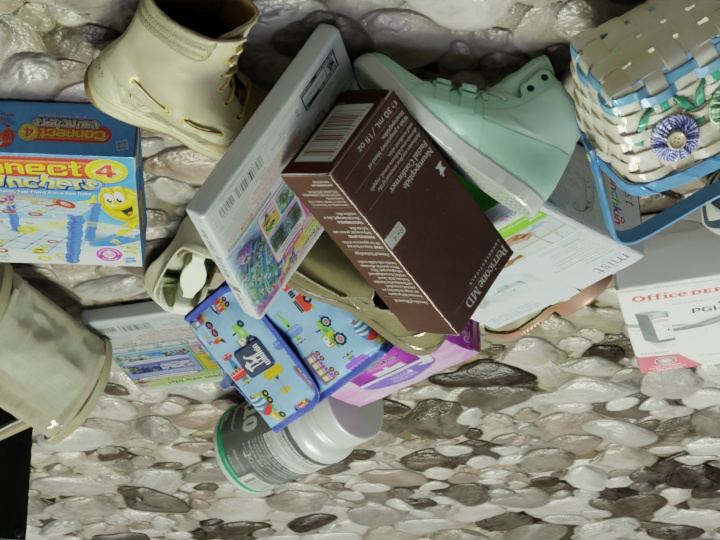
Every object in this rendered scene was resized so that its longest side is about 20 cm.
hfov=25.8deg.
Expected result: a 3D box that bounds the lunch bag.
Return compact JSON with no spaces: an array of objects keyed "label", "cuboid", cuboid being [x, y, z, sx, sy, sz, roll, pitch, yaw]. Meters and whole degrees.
[{"label":"lunch bag","cuboid":[-0.072,0.056,1.549,0.200,0.094,0.151,-39,95,31]}]

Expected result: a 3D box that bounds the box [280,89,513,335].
[{"label":"box","cuboid":[0.033,-0.046,1.324,0.075,0.100,0.200,5,143,49]}]

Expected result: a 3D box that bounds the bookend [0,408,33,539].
[{"label":"bookend","cuboid":[-0.458,0.260,1.903,0.092,0.200,0.200,7,151,-18]}]

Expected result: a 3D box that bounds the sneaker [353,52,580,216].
[{"label":"sneaker","cuboid":[0.097,-0.149,1.333,0.200,0.118,0.074,36,172,-3]}]

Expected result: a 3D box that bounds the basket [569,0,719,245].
[{"label":"basket","cuboid":[0.258,-0.121,1.273,0.176,0.139,0.200,-30,137,4]}]

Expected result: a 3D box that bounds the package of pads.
[{"label":"package of pads","cuboid":[0.022,0.078,1.715,0.120,0.076,0.200,23,143,-38]}]

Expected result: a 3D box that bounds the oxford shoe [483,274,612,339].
[{"label":"oxford shoe","cuboid":[0.181,0.015,1.640,0.074,0.071,0.200,48,145,-7]}]

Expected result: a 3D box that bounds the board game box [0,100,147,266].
[{"label":"board game box","cuboid":[-0.300,-0.078,1.450,0.199,0.056,0.196,2,151,-4]}]

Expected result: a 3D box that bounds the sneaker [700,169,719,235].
[{"label":"sneaker","cuboid":[0.424,-0.076,1.445,0.198,0.080,0.130,11,159,0]}]

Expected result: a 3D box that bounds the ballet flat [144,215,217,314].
[{"label":"ballet flat","cuboid":[-0.179,0.007,1.594,0.069,0.070,0.200,8,150,-16]}]

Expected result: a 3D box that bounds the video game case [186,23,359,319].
[{"label":"video game case","cuboid":[-0.060,-0.080,1.330,0.024,0.200,0.182,26,160,24]}]

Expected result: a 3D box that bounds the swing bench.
[{"label":"swing bench","cuboid":[-0.403,0.100,1.670,0.199,0.130,0.199,-8,149,26]}]

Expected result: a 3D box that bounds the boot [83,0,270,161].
[{"label":"boot","cuboid":[-0.109,-0.164,1.286,0.199,0.073,0.155,18,147,-22]}]

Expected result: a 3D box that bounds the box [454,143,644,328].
[{"label":"box","cuboid":[0.136,-0.040,1.485,0.176,0.097,0.200,22,144,-35]}]

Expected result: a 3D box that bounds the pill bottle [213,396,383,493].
[{"label":"pill bottle","cuboid":[-0.073,0.186,1.868,0.113,0.114,0.200,25,142,-38]}]

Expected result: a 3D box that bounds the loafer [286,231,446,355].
[{"label":"loafer","cuboid":[0.000,0.000,1.426,0.199,0.076,0.067,29,147,-3]}]

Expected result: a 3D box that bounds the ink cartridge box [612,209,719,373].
[{"label":"ink cartridge box","cuboid":[0.341,0.021,1.615,0.145,0.085,0.200,-9,148,14]}]

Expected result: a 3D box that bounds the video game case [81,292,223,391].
[{"label":"video game case","cuboid":[-0.188,0.080,1.770,0.199,0.022,0.182,-8,150,12]}]
